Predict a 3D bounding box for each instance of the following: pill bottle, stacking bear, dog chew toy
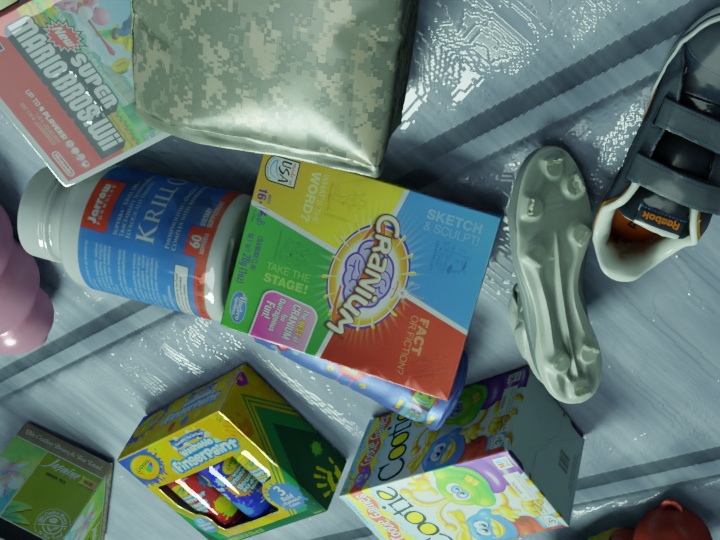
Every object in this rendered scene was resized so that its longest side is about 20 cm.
[{"bbox_3d":[-0.192,-0.030,0.836,0.197,0.113,0.113,13,133,12],"label":"pill bottle"},{"bbox_3d":[0.259,0.302,0.932,0.122,0.113,0.200,51,125,17],"label":"stacking bear"},{"bbox_3d":[-0.380,0.007,0.953,0.123,0.126,0.201,-4,135,26],"label":"dog chew toy"}]

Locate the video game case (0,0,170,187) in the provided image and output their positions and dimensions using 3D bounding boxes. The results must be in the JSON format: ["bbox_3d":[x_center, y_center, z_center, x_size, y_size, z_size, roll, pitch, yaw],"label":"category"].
[{"bbox_3d":[-0.183,-0.159,0.721,0.198,0.018,0.144,-24,127,11],"label":"video game case"}]

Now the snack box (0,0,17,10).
[{"bbox_3d":[-0.242,-0.184,0.777,0.197,0.037,0.117,10,131,15],"label":"snack box"}]

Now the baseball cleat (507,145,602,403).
[{"bbox_3d":[0.139,0.002,0.749,0.069,0.106,0.203,-10,102,-13],"label":"baseball cleat"}]

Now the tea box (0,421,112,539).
[{"bbox_3d":[-0.420,0.341,1.199,0.132,0.198,0.201,23,135,3],"label":"tea box"}]

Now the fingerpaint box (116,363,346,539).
[{"bbox_3d":[-0.144,0.211,1.052,0.199,0.074,0.167,-28,114,38],"label":"fingerpaint box"}]

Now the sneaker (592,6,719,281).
[{"bbox_3d":[0.218,-0.074,0.644,0.077,0.080,0.202,21,133,6],"label":"sneaker"}]

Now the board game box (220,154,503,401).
[{"bbox_3d":[0.000,0.000,0.774,0.197,0.040,0.155,17,99,9],"label":"board game box"}]

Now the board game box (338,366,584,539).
[{"bbox_3d":[0.095,0.187,0.904,0.199,0.105,0.103,-26,115,37],"label":"board game box"}]

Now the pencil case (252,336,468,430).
[{"bbox_3d":[0.000,0.067,0.860,0.198,0.087,0.079,27,110,-3],"label":"pencil case"}]

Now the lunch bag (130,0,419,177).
[{"bbox_3d":[-0.063,-0.171,0.645,0.197,0.118,0.166,11,125,6],"label":"lunch bag"}]
